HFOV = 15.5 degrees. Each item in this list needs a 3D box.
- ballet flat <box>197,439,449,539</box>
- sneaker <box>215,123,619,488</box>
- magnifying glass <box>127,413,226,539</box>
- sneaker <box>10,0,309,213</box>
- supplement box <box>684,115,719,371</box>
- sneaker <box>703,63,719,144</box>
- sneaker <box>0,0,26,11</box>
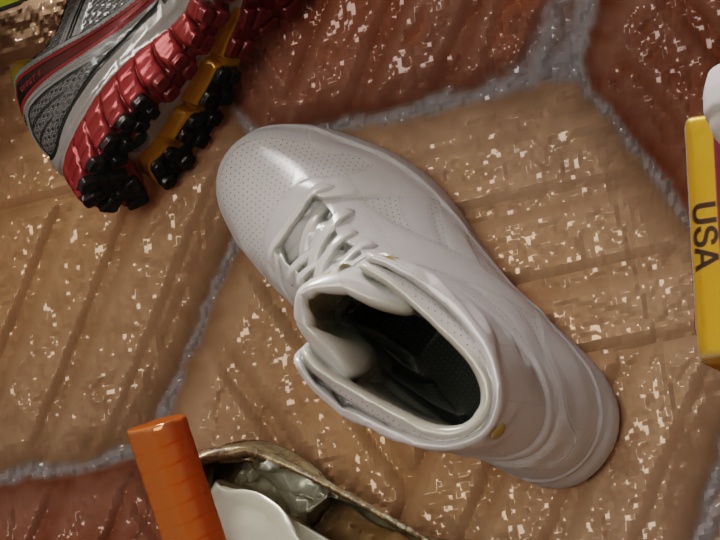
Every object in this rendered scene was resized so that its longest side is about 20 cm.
[{"bbox_3d":[0.005,0.121,0.972,0.199,0.065,0.071,23,91,28],"label":"ballet flat"},{"bbox_3d":[0.000,0.000,0.971,0.200,0.115,0.074,39,100,29],"label":"sneaker"},{"bbox_3d":[-0.045,0.151,0.972,0.079,0.022,0.201,-13,95,46],"label":"magnifying glass"},{"bbox_3d":[-0.072,-0.124,1.053,0.082,0.078,0.200,44,100,28],"label":"sneaker"},{"bbox_3d":[0.218,-0.013,0.865,0.199,0.110,0.086,-8,76,25],"label":"supplement box"},{"bbox_3d":[0.184,-0.010,0.776,0.199,0.073,0.085,17,84,27],"label":"sneaker"},{"bbox_3d":[-0.128,-0.184,1.057,0.074,0.081,0.201,-5,51,50],"label":"sneaker"}]
